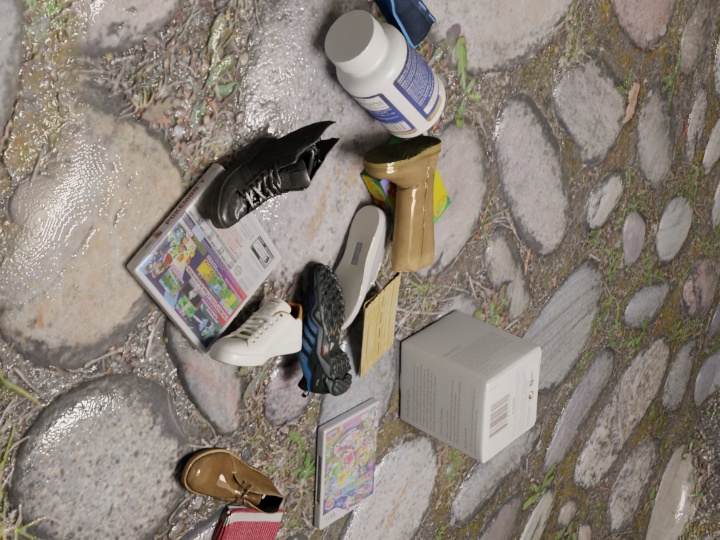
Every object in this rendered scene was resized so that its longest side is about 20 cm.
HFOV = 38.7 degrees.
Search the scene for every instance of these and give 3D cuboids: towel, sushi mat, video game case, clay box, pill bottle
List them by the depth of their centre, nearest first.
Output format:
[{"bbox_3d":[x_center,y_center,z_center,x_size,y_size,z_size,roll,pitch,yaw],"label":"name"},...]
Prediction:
[{"bbox_3d":[-0.204,-0.012,1.383,0.183,0.023,0.201,-53,141,-20],"label":"video game case"},{"bbox_3d":[0.033,-0.283,1.466,0.200,0.110,0.112,35,80,-53],"label":"pill bottle"},{"bbox_3d":[-0.198,0.473,1.636,0.143,0.023,0.203,17,94,-54],"label":"towel"},{"bbox_3d":[0.081,-0.122,1.659,0.115,0.047,0.201,-52,139,-19],"label":"clay box"},{"bbox_3d":[0.031,0.090,1.683,0.096,0.012,0.202,-43,154,-31],"label":"sushi mat"},{"bbox_3d":[-0.023,0.336,1.785,0.142,0.018,0.203,-22,124,-44],"label":"video game case"}]

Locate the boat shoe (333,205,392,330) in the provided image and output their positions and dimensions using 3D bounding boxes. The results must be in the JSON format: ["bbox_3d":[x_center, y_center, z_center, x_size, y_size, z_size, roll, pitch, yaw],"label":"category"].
[{"bbox_3d":[0.000,0.000,1.612,0.068,0.071,0.203,20,83,-53],"label":"boat shoe"}]

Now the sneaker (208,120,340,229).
[{"bbox_3d":[-0.112,-0.127,1.350,0.201,0.103,0.061,-58,142,-38],"label":"sneaker"}]

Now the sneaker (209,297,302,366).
[{"bbox_3d":[-0.148,0.083,1.463,0.199,0.072,0.086,-14,115,-63],"label":"sneaker"}]

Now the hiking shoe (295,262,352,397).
[{"bbox_3d":[-0.071,0.092,1.558,0.074,0.085,0.204,-2,86,-62],"label":"hiking shoe"}]

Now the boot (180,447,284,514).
[{"bbox_3d":[-0.185,0.319,1.531,0.199,0.075,0.074,32,85,-52],"label":"boot"}]

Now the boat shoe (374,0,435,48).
[{"bbox_3d":[0.054,-0.405,1.464,0.069,0.084,0.200,-42,154,-1],"label":"boat shoe"}]

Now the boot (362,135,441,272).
[{"bbox_3d":[0.066,-0.091,1.563,0.174,0.066,0.203,-20,122,-44],"label":"boot"}]

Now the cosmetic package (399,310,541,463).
[{"bbox_3d":[0.194,0.202,1.835,0.165,0.198,0.170,-26,127,-40],"label":"cosmetic package"}]
